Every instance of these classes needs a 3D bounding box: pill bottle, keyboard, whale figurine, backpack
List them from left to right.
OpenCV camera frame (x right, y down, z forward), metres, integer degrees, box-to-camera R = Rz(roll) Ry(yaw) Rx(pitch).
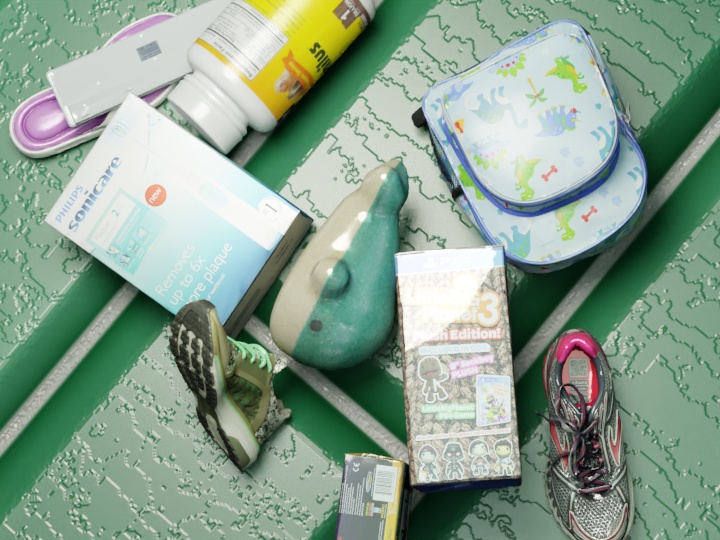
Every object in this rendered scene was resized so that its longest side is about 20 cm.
[{"bbox_3d":[-0.198,-0.202,1.710,0.199,0.011,0.057,-26,89,-17],"label":"keyboard"},{"bbox_3d":[-0.086,-0.208,1.682,0.109,0.109,0.200,42,85,10],"label":"pill bottle"},{"bbox_3d":[0.000,0.000,1.622,0.103,0.159,0.201,31,101,4],"label":"whale figurine"},{"bbox_3d":[0.164,-0.105,1.628,0.182,0.147,0.201,-26,83,3],"label":"backpack"}]

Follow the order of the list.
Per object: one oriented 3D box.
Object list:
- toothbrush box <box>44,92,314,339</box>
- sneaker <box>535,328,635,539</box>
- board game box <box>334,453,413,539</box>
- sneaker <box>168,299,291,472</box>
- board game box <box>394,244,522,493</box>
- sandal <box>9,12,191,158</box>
[{"bbox_3d":[-0.167,-0.047,1.674,0.199,0.085,0.147,36,91,10],"label":"toothbrush box"},{"bbox_3d":[0.199,0.153,1.620,0.080,0.075,0.202,-11,81,3],"label":"sneaker"},{"bbox_3d":[0.007,0.265,1.572,0.056,0.165,0.202,6,82,5],"label":"board game box"},{"bbox_3d":[-0.111,0.088,1.618,0.088,0.201,0.077,-35,50,-21],"label":"sneaker"},{"bbox_3d":[0.089,0.092,1.596,0.096,0.159,0.202,-4,80,4],"label":"board game box"},{"bbox_3d":[-0.246,-0.175,1.722,0.202,0.050,0.083,-37,82,-3],"label":"sandal"}]
